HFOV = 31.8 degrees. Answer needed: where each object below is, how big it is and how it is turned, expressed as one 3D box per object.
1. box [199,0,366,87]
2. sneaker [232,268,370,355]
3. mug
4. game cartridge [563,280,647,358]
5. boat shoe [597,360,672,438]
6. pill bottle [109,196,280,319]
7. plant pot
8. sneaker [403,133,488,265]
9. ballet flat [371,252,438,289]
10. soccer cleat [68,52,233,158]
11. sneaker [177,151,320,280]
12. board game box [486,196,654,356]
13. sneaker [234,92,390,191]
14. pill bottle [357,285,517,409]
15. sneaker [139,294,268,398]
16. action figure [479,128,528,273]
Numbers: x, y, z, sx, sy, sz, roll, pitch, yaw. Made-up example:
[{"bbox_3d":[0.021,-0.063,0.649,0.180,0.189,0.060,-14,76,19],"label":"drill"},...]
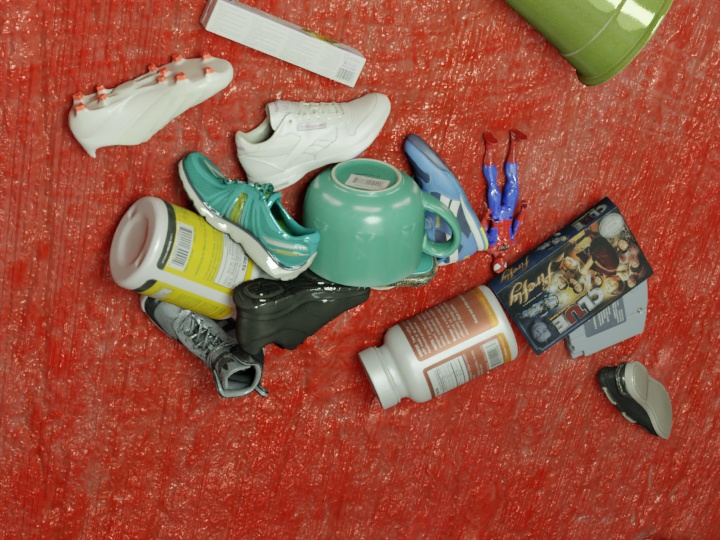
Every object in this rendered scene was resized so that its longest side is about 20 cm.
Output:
[{"bbox_3d":[-0.089,-0.270,1.481,0.199,0.039,0.042,17,110,-26],"label":"box"},{"bbox_3d":[-0.074,0.049,1.547,0.199,0.076,0.091,-11,120,-36],"label":"sneaker"},{"bbox_3d":[0.018,-0.071,1.563,0.184,0.152,0.115,-16,127,-28],"label":"mug"},{"bbox_3d":[0.339,0.021,1.794,0.132,0.042,0.201,-24,123,-10],"label":"game cartridge"},{"bbox_3d":[0.416,0.197,1.903,0.060,0.074,0.200,-6,151,32],"label":"boat shoe"},{"bbox_3d":[-0.194,-0.006,1.542,0.199,0.114,0.115,22,109,-36],"label":"pill bottle"},{"bbox_3d":[0.243,-0.351,1.481,0.189,0.200,0.201,28,107,-16],"label":"plant pot"},{"bbox_3d":[0.095,-0.085,1.629,0.082,0.074,0.201,-29,122,1],"label":"sneaker"},{"bbox_3d":[0.000,0.000,1.645,0.198,0.068,0.075,4,153,-8],"label":"ballet flat"},{"bbox_3d":[-0.238,-0.192,1.462,0.199,0.069,0.078,-18,128,0],"label":"soccer cleat"},{"bbox_3d":[-0.130,-0.078,1.515,0.200,0.078,0.080,40,119,1],"label":"sneaker"},{"bbox_3d":[0.289,0.010,1.729,0.200,0.035,0.136,-36,123,3],"label":"board game box"},{"bbox_3d":[-0.058,-0.171,1.525,0.199,0.075,0.100,-28,124,-3],"label":"sneaker"},{"bbox_3d":[0.103,0.109,1.716,0.199,0.112,0.113,-24,123,-4],"label":"pill bottle"},{"bbox_3d":[-0.190,0.091,1.603,0.200,0.114,0.076,37,101,-31],"label":"sneaker"},{"bbox_3d":[0.187,-0.084,1.677,0.065,0.052,0.201,-12,123,-17],"label":"action figure"}]
